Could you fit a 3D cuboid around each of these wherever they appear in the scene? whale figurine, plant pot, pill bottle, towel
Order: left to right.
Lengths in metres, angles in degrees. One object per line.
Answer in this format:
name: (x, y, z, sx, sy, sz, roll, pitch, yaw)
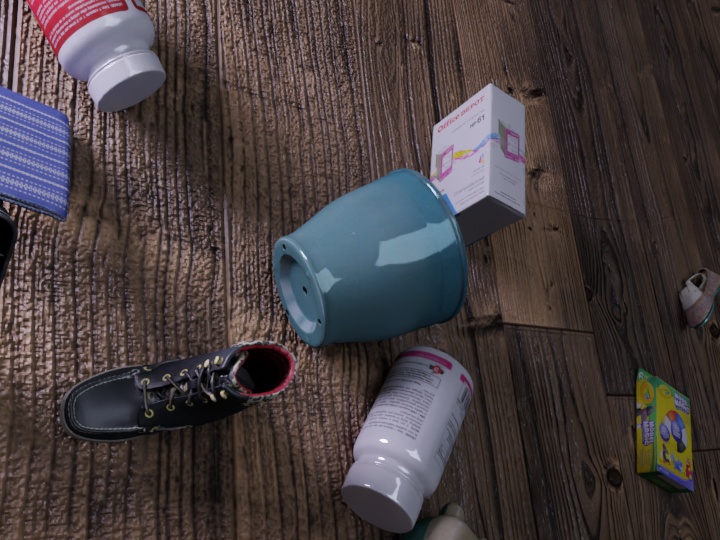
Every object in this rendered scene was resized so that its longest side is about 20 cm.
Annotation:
towel: (-0.347, -0.124, 0.653, 0.142, 0.024, 0.202, 20, 28, -34)
pill bottle: (-0.298, -0.286, 0.761, 0.111, 0.111, 0.203, -30, 92, -41)
plant pot: (0.000, 0.000, 0.849, 0.185, 0.200, 0.204, -21, 85, -26)
pill bottle: (0.058, 0.205, 0.854, 0.113, 0.113, 0.202, 44, 51, -16)
whale figurine: (0.105, 0.373, 0.854, 0.199, 0.102, 0.163, 28, 53, -57)

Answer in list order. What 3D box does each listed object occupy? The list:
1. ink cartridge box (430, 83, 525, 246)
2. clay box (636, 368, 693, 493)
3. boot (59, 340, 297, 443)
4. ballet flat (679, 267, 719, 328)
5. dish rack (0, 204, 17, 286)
ink cartridge box: (0.179, -0.160, 1.075, 0.083, 0.144, 0.205, 22, 60, -28)
clay box: (0.556, 0.287, 1.267, 0.113, 0.047, 0.204, 30, 57, -27)
boot: (-0.174, 0.113, 0.675, 0.200, 0.153, 0.075, 0, 72, -39)
ballet flat: (0.727, 0.055, 1.497, 0.067, 0.068, 0.199, 43, 43, 8)
dish rack: (-0.398, -0.012, 0.559, 0.197, 0.055, 0.156, 20, 104, -31)
